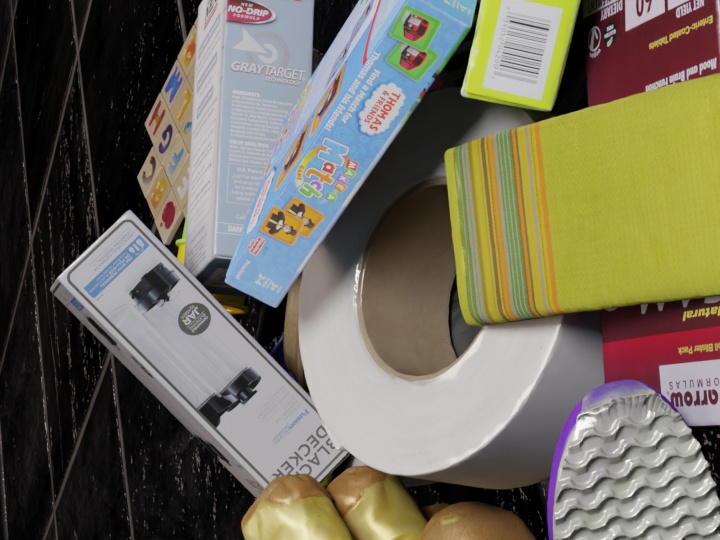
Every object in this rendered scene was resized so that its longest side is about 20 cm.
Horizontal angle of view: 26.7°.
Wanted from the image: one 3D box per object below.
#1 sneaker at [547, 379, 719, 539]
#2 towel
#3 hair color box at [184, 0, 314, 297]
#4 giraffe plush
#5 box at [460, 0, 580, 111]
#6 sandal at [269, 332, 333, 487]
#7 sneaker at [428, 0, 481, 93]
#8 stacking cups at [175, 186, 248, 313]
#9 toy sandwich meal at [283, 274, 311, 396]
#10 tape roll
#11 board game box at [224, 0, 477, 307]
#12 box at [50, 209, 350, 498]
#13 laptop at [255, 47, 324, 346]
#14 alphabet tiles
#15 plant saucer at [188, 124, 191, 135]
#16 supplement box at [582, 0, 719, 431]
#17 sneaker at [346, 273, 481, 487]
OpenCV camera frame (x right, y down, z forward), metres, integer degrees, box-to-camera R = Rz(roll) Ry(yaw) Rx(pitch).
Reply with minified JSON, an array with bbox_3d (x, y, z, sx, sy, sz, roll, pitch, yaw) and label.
[{"bbox_3d":[0.114,0.125,0.660,0.100,0.070,0.200,-110,4,-65],"label":"sneaker"},{"bbox_3d":[0.102,-0.026,0.641,0.200,0.018,0.086,-10,85,58],"label":"towel"},{"bbox_3d":[-0.071,-0.091,0.971,0.099,0.061,0.200,144,130,-68],"label":"hair color box"},{"bbox_3d":[0.037,0.188,0.822,0.162,0.173,0.200,-38,58,51],"label":"giraffe plush"},{"bbox_3d":[0.089,-0.163,0.744,0.200,0.048,0.122,-70,-8,-67],"label":"box"},{"bbox_3d":[-0.066,0.122,1.174,0.079,0.087,0.200,-160,70,-66],"label":"sandal"},{"bbox_3d":[0.051,-0.155,0.920,0.095,0.079,0.200,84,176,-59],"label":"sneaker"},{"bbox_3d":[-0.097,-0.072,1.073,0.061,0.060,0.200,166,111,-69],"label":"stacking cups"},{"bbox_3d":[0.000,0.000,1.017,0.205,0.070,0.205,12,-90,-84],"label":"toy sandwich meal"},{"bbox_3d":[0.056,0.011,0.783,0.202,0.071,0.203,-17,67,46],"label":"tape roll"},{"bbox_3d":[0.001,-0.097,0.777,0.200,0.037,0.151,-53,14,39],"label":"board game box"},{"bbox_3d":[-0.101,0.059,0.952,0.200,0.060,0.117,46,167,-8],"label":"box"},{"bbox_3d":[-0.067,-0.066,1.102,0.200,0.103,0.177,37,121,47],"label":"laptop"},{"bbox_3d":[-0.123,-0.126,1.191,0.200,0.006,0.166,-59,36,25],"label":"alphabet tiles"},{"bbox_3d":[-0.114,-0.110,1.266,0.200,0.050,0.200,-168,90,-87],"label":"plant saucer"},{"bbox_3d":[0.149,-0.032,0.646,0.109,0.061,0.200,161,108,-67],"label":"supplement box"},{"bbox_3d":[0.044,0.061,0.914,0.200,0.071,0.099,131,138,-51],"label":"sneaker"}]
